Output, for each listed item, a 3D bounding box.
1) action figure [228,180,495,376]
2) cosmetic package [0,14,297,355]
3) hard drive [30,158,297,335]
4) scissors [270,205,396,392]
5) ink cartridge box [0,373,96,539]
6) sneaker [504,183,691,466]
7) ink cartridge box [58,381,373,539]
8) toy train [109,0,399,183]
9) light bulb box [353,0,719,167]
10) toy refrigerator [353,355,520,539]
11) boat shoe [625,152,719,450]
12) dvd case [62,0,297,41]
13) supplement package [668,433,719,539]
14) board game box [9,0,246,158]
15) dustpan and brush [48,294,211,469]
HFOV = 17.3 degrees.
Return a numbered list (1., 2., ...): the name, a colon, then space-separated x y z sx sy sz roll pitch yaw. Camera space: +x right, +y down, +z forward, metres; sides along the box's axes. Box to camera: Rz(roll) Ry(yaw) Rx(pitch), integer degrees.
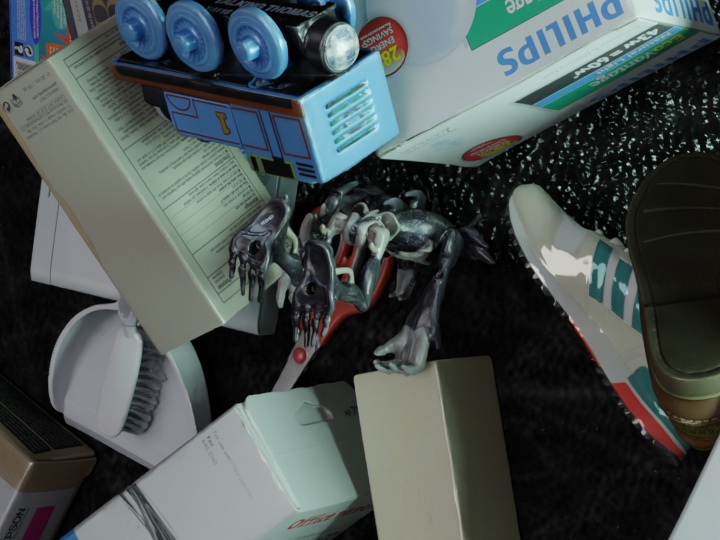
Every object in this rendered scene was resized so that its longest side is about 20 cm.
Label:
1. action figure: 0.000 0.000 1.462 0.119 0.200 0.102 30 110 27
2. cosmetic package: -0.134 -0.060 1.522 0.073 0.104 0.200 -25 100 43
3. hard drive: -0.138 -0.039 1.644 0.200 0.027 0.132 12 97 30
4. scissors: -0.030 0.050 1.586 0.073 0.014 0.200 23 101 27
5. ink cartridge box: -0.306 0.172 1.722 0.165 0.075 0.200 36 108 27
6. sneaker: 0.169 0.016 1.445 0.093 0.070 0.200 -34 68 5
7. ink cartridge box: -0.092 0.164 1.549 0.200 0.146 0.086 -37 74 27
8. toy train: -0.070 -0.122 1.428 0.200 0.087 0.114 14 127 44
9. light bulb box: 0.082 -0.194 1.450 0.198 0.125 0.200 -27 76 30
10. toy refrigerator: 0.052 0.159 1.503 0.070 0.076 0.201 -12 85 31
11. boat shoe: 0.189 0.016 1.368 0.072 0.200 0.068 -1 133 13
12. dvd case: -0.122 -0.210 1.500 0.200 0.016 0.149 7 119 35
13. supplement package: 0.300 0.094 1.308 0.152 0.151 0.200 31 106 27
14. board game box: -0.149 -0.168 1.589 0.200 0.045 0.152 17 116 32
15. dustpan and brush: -0.155 0.048 1.614 0.139 0.057 0.200 26 115 27
